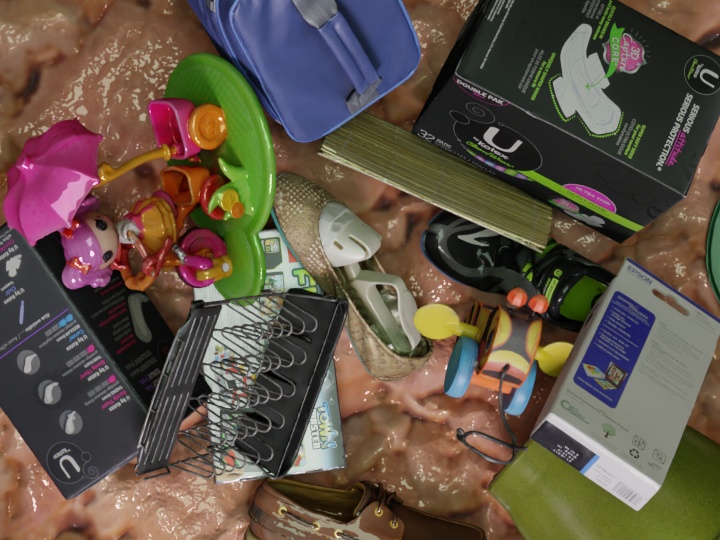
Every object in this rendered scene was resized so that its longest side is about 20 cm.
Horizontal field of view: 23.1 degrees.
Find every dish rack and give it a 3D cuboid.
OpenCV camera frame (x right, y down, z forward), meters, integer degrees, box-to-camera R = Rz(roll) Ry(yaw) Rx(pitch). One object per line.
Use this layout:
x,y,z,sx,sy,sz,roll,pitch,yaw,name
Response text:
-0.091,0.087,1.314,0.054,0.200,0.154,22,101,21,dish rack

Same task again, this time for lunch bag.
-0.044,-0.196,1.354,0.136,0.200,0.132,-35,49,-2,lunch bag

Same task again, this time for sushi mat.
0.063,-0.077,1.421,0.199,0.096,0.012,24,120,-4,sushi mat

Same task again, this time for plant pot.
0.211,0.189,1.391,0.193,0.200,0.200,42,87,9,plant pot

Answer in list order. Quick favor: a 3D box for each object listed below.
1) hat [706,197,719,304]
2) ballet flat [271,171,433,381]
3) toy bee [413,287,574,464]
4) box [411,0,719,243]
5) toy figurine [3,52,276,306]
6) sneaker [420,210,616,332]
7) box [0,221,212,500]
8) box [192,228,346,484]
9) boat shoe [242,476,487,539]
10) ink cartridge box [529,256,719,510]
0.383,-0.031,1.397,0.165,0.176,0.201,22,88,-4,hat
0.000,0.000,1.400,0.200,0.065,0.071,57,44,-23,ballet flat
0.118,0.060,1.360,0.130,0.200,0.109,11,108,-27,toy bee
0.166,-0.133,1.385,0.199,0.149,0.125,28,72,-4,box
-0.175,-0.048,1.312,0.184,0.150,0.201,-17,107,-35,toy figurine
0.145,0.001,1.426,0.199,0.083,0.071,25,88,-4,sneaker
-0.225,0.056,1.366,0.106,0.122,0.200,-34,92,18,box
-0.077,0.067,1.433,0.110,0.035,0.201,-6,90,-5,box
0.007,0.207,1.413,0.199,0.072,0.068,7,109,-3,boat shoe
0.206,0.082,1.337,0.099,0.039,0.200,34,45,1,ink cartridge box
